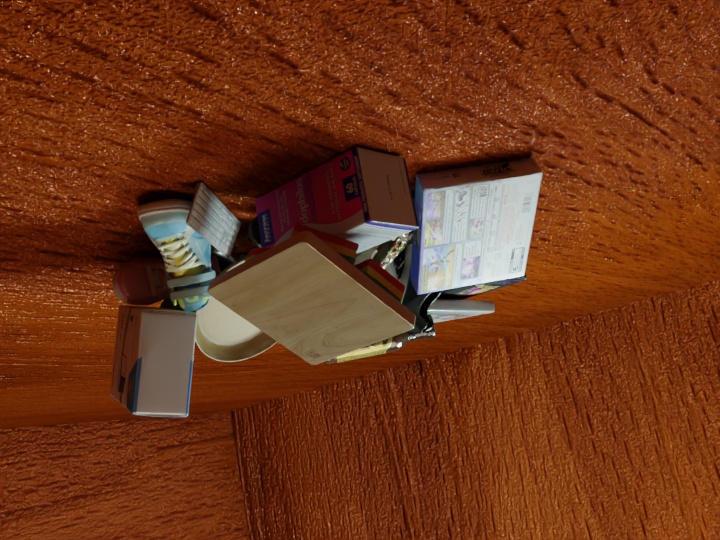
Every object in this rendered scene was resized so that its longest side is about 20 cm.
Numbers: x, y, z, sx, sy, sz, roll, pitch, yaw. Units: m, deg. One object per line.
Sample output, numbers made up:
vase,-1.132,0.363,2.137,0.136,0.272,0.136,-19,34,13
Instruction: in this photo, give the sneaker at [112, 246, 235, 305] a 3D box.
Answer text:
sneaker,-0.281,0.003,1.337,0.104,0.076,0.199,-21,170,41

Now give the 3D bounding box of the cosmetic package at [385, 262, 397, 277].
cosmetic package,0.000,0.000,1.353,0.112,0.082,0.200,-15,-165,3

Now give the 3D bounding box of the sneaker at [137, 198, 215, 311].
sneaker,-0.241,-0.016,1.159,0.079,0.132,0.200,-10,167,6

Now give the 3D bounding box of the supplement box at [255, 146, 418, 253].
supplement box,-0.036,-0.076,1.146,0.199,0.102,0.103,-22,163,39

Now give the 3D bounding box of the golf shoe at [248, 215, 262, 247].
golf shoe,-0.093,-0.045,1.290,0.199,0.079,0.094,1,163,-40

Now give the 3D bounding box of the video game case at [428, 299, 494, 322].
video game case,0.115,0.077,1.572,0.199,0.024,0.181,3,168,-39

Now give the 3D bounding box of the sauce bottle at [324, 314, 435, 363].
sauce bottle,0.030,0.113,1.485,0.198,0.065,0.065,-12,167,-5

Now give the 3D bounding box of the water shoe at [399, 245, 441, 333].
water shoe,0.112,0.003,1.404,0.078,0.202,0.071,16,-178,25

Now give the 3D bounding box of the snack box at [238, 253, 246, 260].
snack box,-0.110,0.040,1.500,0.167,0.068,0.200,19,175,18

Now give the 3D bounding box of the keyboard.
keyboard,-0.198,-0.064,1.166,0.011,0.057,0.200,10,169,9

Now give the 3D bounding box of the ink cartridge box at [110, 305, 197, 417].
ink cartridge box,-0.309,0.129,1.268,0.085,0.148,0.200,6,177,-26

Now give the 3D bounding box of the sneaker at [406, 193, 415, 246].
sneaker,0.085,-0.068,1.323,0.198,0.089,0.074,-4,167,-25

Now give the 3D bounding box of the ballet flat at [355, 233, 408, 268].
ballet flat,0.021,-0.033,1.219,0.075,0.201,0.064,28,166,1

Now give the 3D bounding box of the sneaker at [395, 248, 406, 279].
sneaker,0.044,-0.023,1.483,0.198,0.084,0.072,-15,166,16

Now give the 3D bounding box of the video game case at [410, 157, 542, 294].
video game case,0.168,-0.065,1.279,0.179,0.046,0.201,-10,132,-12

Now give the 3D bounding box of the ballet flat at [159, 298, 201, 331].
ballet flat,-0.274,0.081,1.393,0.067,0.067,0.200,33,172,-26

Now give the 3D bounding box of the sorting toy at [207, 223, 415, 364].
sorting toy,-0.060,0.023,1.113,0.199,0.070,0.198,-24,130,41

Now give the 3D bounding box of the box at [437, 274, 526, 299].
box,0.178,-0.018,1.534,0.199,0.124,0.106,-20,164,33

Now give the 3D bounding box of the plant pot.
plant pot,-0.172,0.053,1.321,0.199,0.027,0.201,-24,136,-26
